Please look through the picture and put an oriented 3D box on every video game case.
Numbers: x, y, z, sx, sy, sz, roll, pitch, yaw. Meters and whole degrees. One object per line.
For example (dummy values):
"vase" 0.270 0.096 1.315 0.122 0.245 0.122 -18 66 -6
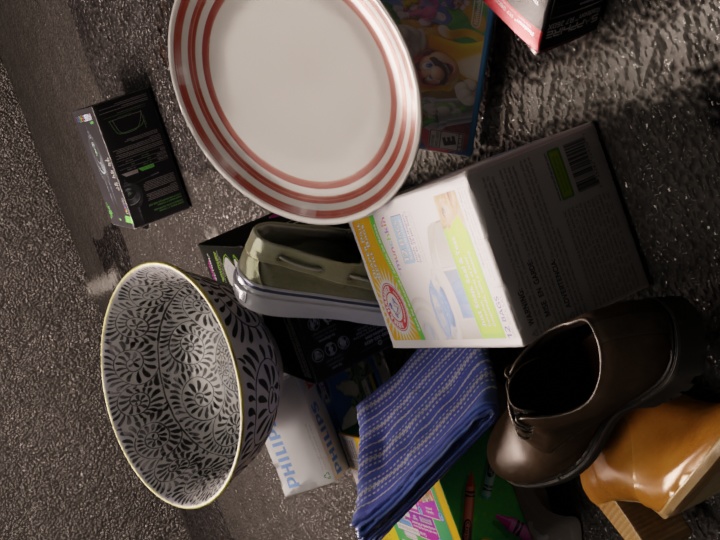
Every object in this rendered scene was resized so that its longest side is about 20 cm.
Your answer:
"video game case" -0.011 -0.153 0.741 0.144 0.197 0.018 94 -172 -47

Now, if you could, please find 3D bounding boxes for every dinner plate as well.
"dinner plate" -0.044 -0.125 0.716 0.198 0.024 0.202 16 127 22

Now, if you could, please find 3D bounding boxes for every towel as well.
"towel" 0.044 0.104 0.806 0.024 0.145 0.200 38 -164 -13

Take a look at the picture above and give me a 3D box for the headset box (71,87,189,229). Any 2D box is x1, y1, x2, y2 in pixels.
"headset box" -0.347 -0.162 1.616 0.174 0.092 0.203 13 123 65

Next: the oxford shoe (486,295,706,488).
"oxford shoe" 0.113 0.074 0.639 0.201 0.083 0.073 119 144 -51

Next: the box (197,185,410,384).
"box" -0.038 0.007 0.973 0.199 0.147 0.126 6 118 64

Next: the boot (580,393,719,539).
"boot" 0.172 0.085 0.666 0.145 0.070 0.202 59 156 29

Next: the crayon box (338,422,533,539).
"crayon box" 0.058 0.184 0.883 0.200 0.058 0.120 -10 102 68

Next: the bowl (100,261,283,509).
"bowl" -0.126 0.089 0.899 0.199 0.093 0.204 9 103 45

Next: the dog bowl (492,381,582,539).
"dog bowl" 0.108 0.191 0.931 0.200 0.058 0.202 51 153 38

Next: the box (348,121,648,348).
"box" 0.084 -0.016 0.730 0.200 0.100 0.114 -10 101 68

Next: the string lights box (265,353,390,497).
"string lights box" -0.030 0.128 1.031 0.104 0.058 0.200 68 -158 -4

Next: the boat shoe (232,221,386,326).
"boat shoe" 0.000 0.000 0.830 0.072 0.197 0.063 62 143 43

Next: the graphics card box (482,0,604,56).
"graphics card box" 0.094 -0.235 0.567 0.126 0.050 0.201 54 155 32
